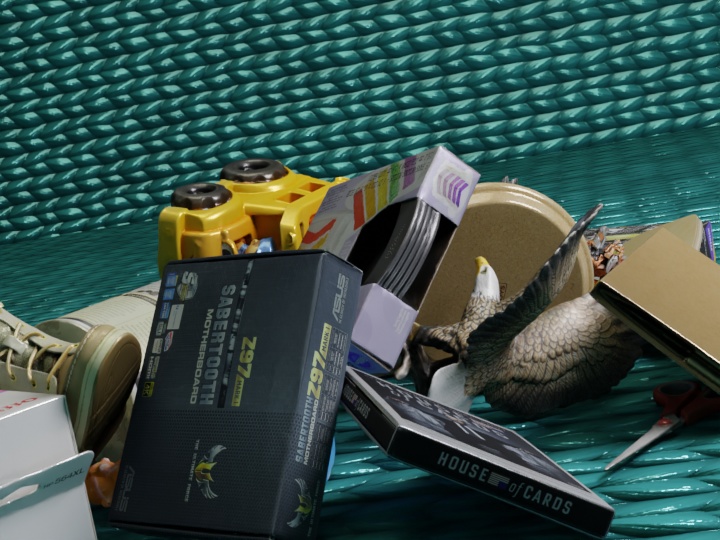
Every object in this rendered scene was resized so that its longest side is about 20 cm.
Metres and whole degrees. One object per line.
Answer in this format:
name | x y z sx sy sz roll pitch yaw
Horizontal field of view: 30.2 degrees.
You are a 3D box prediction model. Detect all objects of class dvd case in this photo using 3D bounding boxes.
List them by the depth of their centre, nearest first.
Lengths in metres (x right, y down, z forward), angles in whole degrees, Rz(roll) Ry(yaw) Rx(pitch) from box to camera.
dvd case | 0.065 0.114 0.882 0.150 0.025 0.200 23 3 -14

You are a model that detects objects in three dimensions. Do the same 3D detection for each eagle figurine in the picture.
eagle figurine | 0.124 0.044 1.071 0.199 0.151 0.152 -15 -3 16

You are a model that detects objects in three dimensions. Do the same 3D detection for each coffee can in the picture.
coffee can | -0.183 0.086 1.179 0.146 0.147 0.200 -4 11 36

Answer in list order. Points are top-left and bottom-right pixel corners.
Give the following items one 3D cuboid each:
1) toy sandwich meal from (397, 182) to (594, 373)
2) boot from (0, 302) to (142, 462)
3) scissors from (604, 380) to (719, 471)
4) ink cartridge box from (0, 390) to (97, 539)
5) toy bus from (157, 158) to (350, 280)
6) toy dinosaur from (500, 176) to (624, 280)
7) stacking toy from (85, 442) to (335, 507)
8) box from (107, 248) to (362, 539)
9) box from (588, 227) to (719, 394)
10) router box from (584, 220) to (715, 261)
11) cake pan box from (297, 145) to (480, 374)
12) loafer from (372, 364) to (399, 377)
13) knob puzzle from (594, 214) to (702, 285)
toy sandwich meal | 0.105 0.014 1.178 0.204 0.206 0.070 -11 17 -2
boot | -0.244 0.064 0.983 0.072 0.154 0.200 -54 -2 -29
scissors | 0.235 0.109 0.980 0.073 0.014 0.200 -4 10 26
ink cartridge box | -0.282 0.159 0.918 0.200 0.126 0.128 -1 13 45
toy bus | -0.080 -0.024 1.353 0.192 0.136 0.200 10 24 31
toy dinosaur | 0.145 -0.004 1.248 0.200 0.136 0.102 -14 -25 -32
stacking toy | -0.129 0.135 1.029 0.200 0.110 0.116 -26 48 11
box | -0.087 0.089 0.930 0.157 0.201 0.051 -2 -20 37
box | 0.273 0.037 1.036 0.163 0.021 0.200 36 26 14
router box | 0.282 -0.012 1.534 0.200 0.052 0.157 -3 12 40
cake pan box | 0.000 0.000 1.097 0.052 0.185 0.200 33 -20 -22
loafer | 0.003 0.071 1.313 0.199 0.076 0.068 -1 8 -1
knob puzzle | 0.250 0.022 1.262 0.219 0.030 0.220 -38 11 9
